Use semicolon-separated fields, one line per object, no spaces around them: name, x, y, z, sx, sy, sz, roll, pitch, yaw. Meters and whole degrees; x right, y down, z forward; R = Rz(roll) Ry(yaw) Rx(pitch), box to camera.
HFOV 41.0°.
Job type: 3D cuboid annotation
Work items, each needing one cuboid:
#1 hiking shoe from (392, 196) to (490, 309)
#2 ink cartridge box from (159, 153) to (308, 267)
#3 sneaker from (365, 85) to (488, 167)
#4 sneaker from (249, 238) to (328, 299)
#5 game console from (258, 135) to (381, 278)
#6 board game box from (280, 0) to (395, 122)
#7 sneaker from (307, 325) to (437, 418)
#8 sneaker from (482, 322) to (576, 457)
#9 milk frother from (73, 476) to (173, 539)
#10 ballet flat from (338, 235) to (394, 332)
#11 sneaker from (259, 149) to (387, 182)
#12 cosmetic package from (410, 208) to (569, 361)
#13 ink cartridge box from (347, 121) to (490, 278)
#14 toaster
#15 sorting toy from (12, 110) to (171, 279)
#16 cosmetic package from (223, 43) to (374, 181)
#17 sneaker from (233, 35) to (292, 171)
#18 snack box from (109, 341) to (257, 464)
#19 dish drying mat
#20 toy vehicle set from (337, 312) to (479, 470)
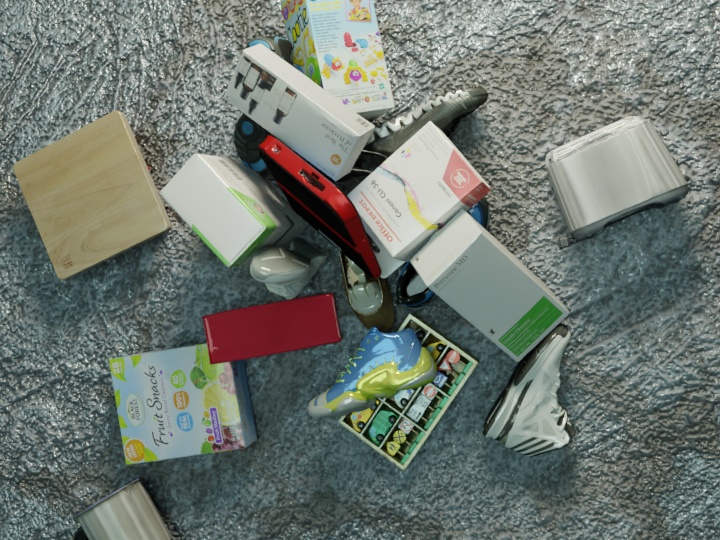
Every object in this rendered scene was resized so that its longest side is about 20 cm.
hiking shoe;0.121;-0.025;1.384;0.074;0.087;0.200;33;98;9
ink cartridge box;-0.176;-0.088;1.390;0.146;0.200;0.084;46;103;7
sneaker;0.100;-0.198;1.396;0.200;0.066;0.091;-23;90;16
sneaker;-0.105;0.007;1.380;0.070;0.200;0.080;29;104;14
game console;-0.055;-0.089;1.326;0.031;0.177;0.200;-42;55;-9
board game box;-0.035;-0.313;1.382;0.105;0.103;0.200;-11;90;-22
sneaker;0.008;0.144;1.403;0.200;0.076;0.105;-20;75;6
sneaker;0.271;0.178;1.376;0.115;0.076;0.201;29;106;1
milk frother;-0.382;0.450;1.457;0.180;0.200;0.188;-33;85;15
ballet flat;0.000;0.000;1.419;0.068;0.072;0.200;-12;90;12
sneaker;-0.061;-0.158;1.423;0.200;0.104;0.060;1;83;51
cosmetic package;0.178;0.022;1.327;0.200;0.085;0.108;37;103;-29
ink cartridge box;0.065;-0.093;1.335;0.200;0.067;0.117;-42;74;12
toaster;0.339;-0.124;1.322;0.200;0.114;0.129;-24;83;14
sorting toy;-0.409;-0.115;1.506;0.200;0.070;0.199;-24;87;13
cosmetic package;-0.086;-0.215;1.307;0.200;0.051;0.083;37;127;9
sneaker;-0.131;-0.241;1.399;0.073;0.082;0.200;20;118;17
snack box;-0.274;0.202;1.489;0.200;0.068;0.169;-11;88;13
dish drying mat;-0.132;0.087;1.444;0.200;0.018;0.077;-10;88;-10
toy vehicle set;0.071;0.180;1.433;0.124;0.027;0.200;34;99;9
